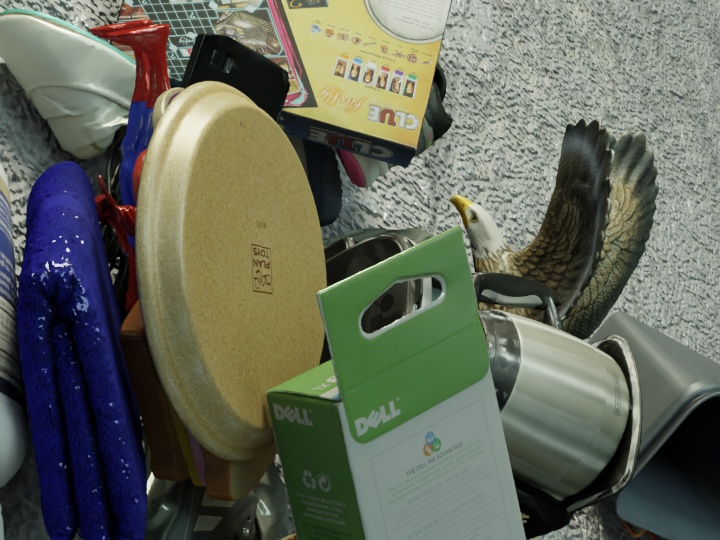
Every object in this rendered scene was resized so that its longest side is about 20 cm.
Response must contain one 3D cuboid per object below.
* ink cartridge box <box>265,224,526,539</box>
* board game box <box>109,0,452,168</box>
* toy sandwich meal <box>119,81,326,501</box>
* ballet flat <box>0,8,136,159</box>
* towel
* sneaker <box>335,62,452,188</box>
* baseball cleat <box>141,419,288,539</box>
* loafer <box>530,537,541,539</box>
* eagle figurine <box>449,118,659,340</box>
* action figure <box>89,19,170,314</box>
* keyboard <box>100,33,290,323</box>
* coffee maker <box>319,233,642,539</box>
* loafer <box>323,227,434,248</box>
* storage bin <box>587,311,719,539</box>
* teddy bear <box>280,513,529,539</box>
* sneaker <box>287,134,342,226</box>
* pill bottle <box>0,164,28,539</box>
[{"bbox_3d":[0.017,0.088,0.872,0.103,0.059,0.202,-24,108,-38],"label":"ink cartridge box"},{"bbox_3d":[-0.048,-0.157,1.104,0.198,0.035,0.137,16,72,-5],"label":"board game box"},{"bbox_3d":[-0.078,0.007,0.879,0.205,0.070,0.207,-5,90,-67],"label":"toy sandwich meal"},{"bbox_3d":[-0.140,-0.086,1.051,0.199,0.069,0.070,28,44,-41],"label":"ballet flat"},{"bbox_3d":[-0.140,0.039,0.853,0.200,0.049,0.149,-119,-163,-72],"label":"towel"},{"bbox_3d":[0.015,-0.118,1.204,0.200,0.087,0.074,-112,179,-68],"label":"sneaker"},{"bbox_3d":[-0.085,0.142,0.938,0.106,0.069,0.201,44,37,-23],"label":"baseball cleat"},{"bbox_3d":[0.125,0.236,1.148,0.068,0.075,0.201,-28,88,-51],"label":"loafer"},{"bbox_3d":[0.120,-0.002,1.170,0.151,0.199,0.152,45,18,-33],"label":"eagle figurine"},{"bbox_3d":[-0.117,-0.030,0.946,0.051,0.065,0.202,-13,105,-23],"label":"action figure"},{"bbox_3d":[-0.111,-0.044,1.024,0.104,0.039,0.202,29,73,-42],"label":"keyboard"},{"bbox_3d":[0.035,0.084,1.036,0.199,0.192,0.135,26,28,-32],"label":"coffee maker"},{"bbox_3d":[0.000,0.000,1.163,0.069,0.070,0.200,22,11,16],"label":"loafer"},{"bbox_3d":[0.243,0.127,1.358,0.199,0.146,0.135,26,19,-41],"label":"storage bin"},{"bbox_3d":[0.013,0.172,0.980,0.199,0.146,0.067,-12,52,-35],"label":"teddy bear"},{"bbox_3d":[-0.084,-0.110,1.151,0.082,0.070,0.201,-27,89,-35],"label":"sneaker"},{"bbox_3d":[-0.210,0.044,0.804,0.111,0.111,0.201,21,50,-45],"label":"pill bottle"}]
